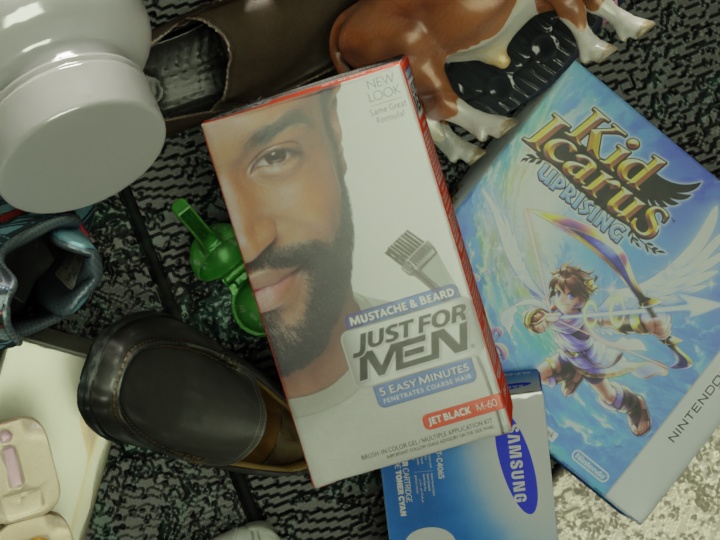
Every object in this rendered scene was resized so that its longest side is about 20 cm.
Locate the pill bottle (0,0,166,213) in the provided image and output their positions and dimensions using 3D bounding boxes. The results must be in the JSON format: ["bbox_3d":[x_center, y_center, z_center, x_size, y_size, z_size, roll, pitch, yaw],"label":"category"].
[{"bbox_3d":[-0.174,-0.135,1.290,0.119,0.120,0.200,-23,63,-6],"label":"pill bottle"}]

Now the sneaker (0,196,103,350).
[{"bbox_3d":[-0.171,0.000,1.308,0.095,0.200,0.080,2,113,19],"label":"sneaker"}]

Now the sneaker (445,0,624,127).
[{"bbox_3d":[0.115,-0.156,1.404,0.200,0.082,0.070,-43,87,20],"label":"sneaker"}]

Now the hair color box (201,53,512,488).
[{"bbox_3d":[0.000,0.000,1.317,0.111,0.064,0.200,-17,97,6],"label":"hair color box"}]

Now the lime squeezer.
[{"bbox_3d":[-0.055,0.012,1.391,0.038,0.071,0.200,-49,129,-15],"label":"lime squeezer"}]

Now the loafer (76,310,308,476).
[{"bbox_3d":[-0.079,0.069,1.321,0.072,0.200,0.073,19,89,25],"label":"loafer"}]

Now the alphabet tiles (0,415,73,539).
[{"bbox_3d":[-0.240,0.141,1.226,0.199,0.015,0.196,-15,101,-8],"label":"alphabet tiles"}]

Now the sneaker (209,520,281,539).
[{"bbox_3d":[-0.032,0.229,1.403,0.099,0.078,0.200,-30,99,-9],"label":"sneaker"}]

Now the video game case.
[{"bbox_3d":[0.135,0.012,1.427,0.200,0.045,0.181,38,87,-9],"label":"video game case"}]

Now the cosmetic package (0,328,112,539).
[{"bbox_3d":[-0.185,0.133,1.359,0.071,0.105,0.201,16,93,-11],"label":"cosmetic package"}]

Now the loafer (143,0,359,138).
[{"bbox_3d":[-0.065,-0.116,1.374,0.200,0.071,0.073,-29,97,-6],"label":"loafer"}]

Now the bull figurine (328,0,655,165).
[{"bbox_3d":[0.079,-0.148,1.338,0.200,0.065,0.122,-37,88,19],"label":"bull figurine"}]

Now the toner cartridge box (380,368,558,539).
[{"bbox_3d":[0.064,0.160,1.403,0.095,0.043,0.201,-7,105,3],"label":"toner cartridge box"}]
